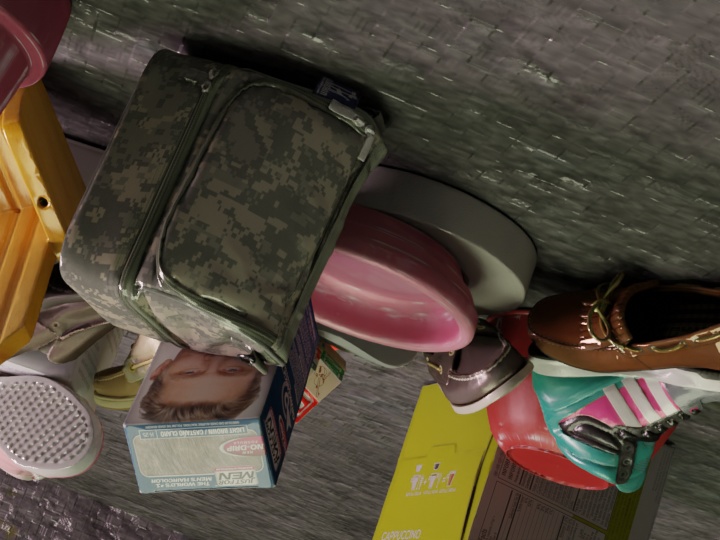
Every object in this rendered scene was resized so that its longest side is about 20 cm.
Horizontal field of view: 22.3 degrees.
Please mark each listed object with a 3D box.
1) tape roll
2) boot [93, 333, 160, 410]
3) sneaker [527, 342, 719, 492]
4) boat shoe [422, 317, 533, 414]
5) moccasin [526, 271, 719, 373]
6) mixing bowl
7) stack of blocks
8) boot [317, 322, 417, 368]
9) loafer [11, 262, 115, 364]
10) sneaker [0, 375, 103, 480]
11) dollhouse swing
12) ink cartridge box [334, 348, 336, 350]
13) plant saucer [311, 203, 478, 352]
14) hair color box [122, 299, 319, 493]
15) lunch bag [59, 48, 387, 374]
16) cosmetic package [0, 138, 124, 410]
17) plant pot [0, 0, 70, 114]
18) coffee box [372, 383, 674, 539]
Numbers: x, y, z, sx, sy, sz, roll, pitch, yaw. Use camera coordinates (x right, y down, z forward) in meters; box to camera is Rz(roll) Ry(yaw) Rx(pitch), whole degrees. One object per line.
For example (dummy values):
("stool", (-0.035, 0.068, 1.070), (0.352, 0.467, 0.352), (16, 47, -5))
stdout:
("tape roll", (0.040, -0.023, 1.446), (0.202, 0.037, 0.203), (17, 162, 6))
("boot", (-0.168, 0.029, 1.499), (0.199, 0.156, 0.073), (-15, -172, 46))
("sneaker", (0.234, 0.118, 1.463), (0.199, 0.084, 0.122), (3, 113, 24))
("boat shoe", (0.089, 0.070, 1.499), (0.060, 0.072, 0.200), (58, 175, -6))
("moccasin", (0.211, 0.039, 1.385), (0.201, 0.074, 0.078), (7, 149, 42))
("mixing bowl", (0.187, 0.124, 1.604), (0.199, 0.109, 0.200), (19, 162, 6))
("stack of blocks", (-0.074, 0.074, 1.632), (0.115, 0.059, 0.200), (47, -176, -2))
("boot", (-0.044, 0.026, 1.623), (0.200, 0.074, 0.095), (37, 164, -26))
("loafer", (-0.227, 0.032, 1.444), (0.199, 0.073, 0.071), (-10, 118, 22))
("sneaker", (-0.264, 0.136, 1.524), (0.199, 0.076, 0.105), (10, 161, 39))
("dollhouse swing", (-0.335, -0.034, 1.395), (0.199, 0.176, 0.183), (-12, 115, 18))
("ink cartridge box", (-0.120, 0.055, 1.825), (0.199, 0.048, 0.160), (29, 160, -18))
("plant saucer", (0.000, 0.000, 1.412), (0.199, 0.051, 0.201), (19, 163, 6))
("hair color box", (-0.096, 0.079, 1.323), (0.099, 0.200, 0.061), (-4, 118, 11))
("lunch bag", (-0.088, -0.041, 1.272), (0.167, 0.201, 0.139), (18, 163, 22))
("cosmetic package", (-0.284, 0.000, 1.589), (0.164, 0.201, 0.165), (17, 162, 3))
("plant pot", (-0.322, -0.141, 1.253), (0.199, 0.180, 0.200), (18, 163, 6))
("coffee box", (0.154, 0.233, 1.802), (0.197, 0.201, 0.199), (27, 160, -21))
